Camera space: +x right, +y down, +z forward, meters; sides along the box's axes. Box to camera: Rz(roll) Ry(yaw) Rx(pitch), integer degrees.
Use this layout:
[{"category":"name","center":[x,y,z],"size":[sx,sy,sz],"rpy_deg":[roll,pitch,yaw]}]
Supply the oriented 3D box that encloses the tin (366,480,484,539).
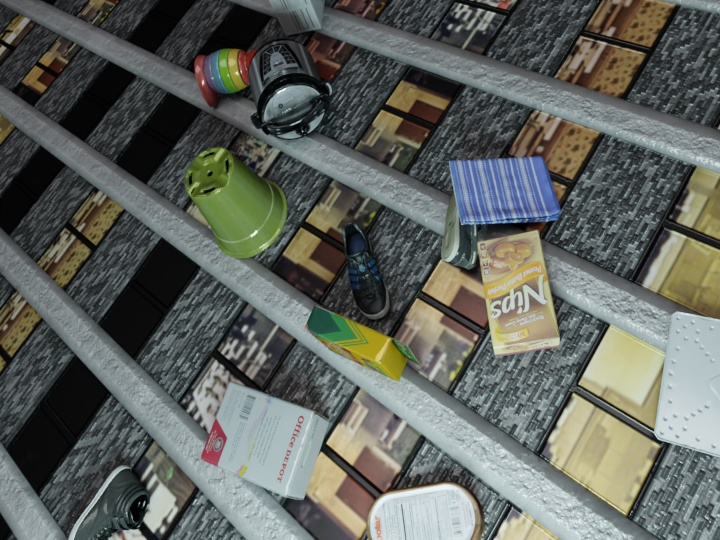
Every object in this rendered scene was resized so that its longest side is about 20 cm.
[{"category":"tin","center":[0.102,0.406,0.918],"size":[0.193,0.042,0.116],"rpy_deg":[-15,57,14]}]

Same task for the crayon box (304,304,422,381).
[{"category":"crayon box","center":[0.007,0.138,1.026],"size":[0.195,0.127,0.052],"rpy_deg":[20,73,28]}]

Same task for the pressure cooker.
[{"category":"pressure cooker","center":[-0.164,-0.410,1.324],"size":[0.176,0.174,0.205],"rpy_deg":[-48,50,40]}]

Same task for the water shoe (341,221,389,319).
[{"category":"water shoe","center":[0.000,0.000,1.121],"size":[0.069,0.079,0.205],"rpy_deg":[-24,60,8]}]

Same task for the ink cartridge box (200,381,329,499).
[{"category":"ink cartridge box","center":[-0.173,0.310,1.041],"size":[0.194,0.083,0.150],"rpy_deg":[12,70,25]}]

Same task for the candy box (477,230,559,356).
[{"category":"candy box","center":[0.278,0.040,1.008],"size":[0.111,0.055,0.207],"rpy_deg":[-11,63,16]}]

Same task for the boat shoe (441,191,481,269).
[{"category":"boat shoe","center":[0.204,-0.099,1.108],"size":[0.065,0.072,0.206],"rpy_deg":[18,61,-11]}]

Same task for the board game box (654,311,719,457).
[{"category":"board game box","center":[0.560,0.181,0.851],"size":[0.193,0.026,0.206],"rpy_deg":[11,71,25]}]

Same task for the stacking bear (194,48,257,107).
[{"category":"stacking bear","center":[-0.319,-0.520,1.476],"size":[0.192,0.114,0.126],"rpy_deg":[-7,63,13]}]

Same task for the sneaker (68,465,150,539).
[{"category":"sneaker","center":[-0.479,0.489,1.082],"size":[0.097,0.071,0.204],"rpy_deg":[17,69,32]}]

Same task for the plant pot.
[{"category":"plant pot","center":[-0.286,-0.162,1.243],"size":[0.193,0.191,0.207],"rpy_deg":[-9,63,17]}]

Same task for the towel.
[{"category":"towel","center":[0.274,-0.157,1.083],"size":[0.192,0.024,0.150],"rpy_deg":[-3,62,-5]}]

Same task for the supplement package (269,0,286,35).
[{"category":"supplement package","center":[-0.167,-0.763,1.497],"size":[0.107,0.156,0.207],"rpy_deg":[-3,65,16]}]
